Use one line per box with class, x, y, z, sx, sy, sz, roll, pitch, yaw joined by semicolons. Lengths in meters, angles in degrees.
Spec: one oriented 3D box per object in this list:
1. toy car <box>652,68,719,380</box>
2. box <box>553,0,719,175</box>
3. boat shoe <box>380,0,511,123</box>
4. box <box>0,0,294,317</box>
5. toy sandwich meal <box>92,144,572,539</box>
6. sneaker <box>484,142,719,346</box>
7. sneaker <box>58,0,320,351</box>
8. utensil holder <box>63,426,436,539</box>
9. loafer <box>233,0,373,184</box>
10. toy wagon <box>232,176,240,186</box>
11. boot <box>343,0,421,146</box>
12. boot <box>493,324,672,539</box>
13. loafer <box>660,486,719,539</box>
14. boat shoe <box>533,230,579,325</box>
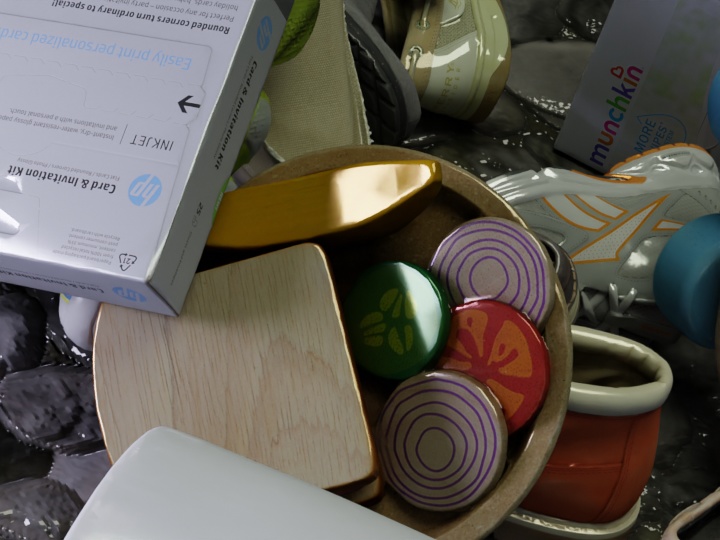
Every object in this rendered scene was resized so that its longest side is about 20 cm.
toy car;0.272;-0.001;1.103;0.200;0.177;0.184;5;21;-27
box;0.223;-0.122;1.267;0.176;0.200;0.097;29;39;10
boat shoe;0.030;-0.162;1.338;0.063;0.073;0.201;8;47;-22
box;-0.116;-0.090;1.017;0.156;0.041;0.200;10;69;22
toy sandwich meal;-0.015;0.036;0.993;0.205;0.205;0.070;35;0;18
sneaker;0.113;0.000;1.180;0.200;0.076;0.092;-15;62;-28
sneaker;-0.099;-0.065;1.072;0.105;0.076;0.200;24;80;28
utensil holder;-0.014;0.165;0.848;0.200;0.170;0.170;24;38;8
loafer;-0.041;-0.121;1.125;0.076;0.068;0.200;-13;81;-36
toy wagon;-0.053;-0.080;1.227;0.155;0.040;0.200;-13;49;-34
boot;0.003;-0.145;1.235;0.132;0.070;0.200;-18;53;-33
boot;0.036;0.054;1.052;0.200;0.107;0.075;11;42;-7
loafer;0.190;0.114;1.079;0.200;0.063;0.072;-23;55;-41
boat shoe;0.000;0.000;1.089;0.200;0.073;0.075;-3;65;-2
